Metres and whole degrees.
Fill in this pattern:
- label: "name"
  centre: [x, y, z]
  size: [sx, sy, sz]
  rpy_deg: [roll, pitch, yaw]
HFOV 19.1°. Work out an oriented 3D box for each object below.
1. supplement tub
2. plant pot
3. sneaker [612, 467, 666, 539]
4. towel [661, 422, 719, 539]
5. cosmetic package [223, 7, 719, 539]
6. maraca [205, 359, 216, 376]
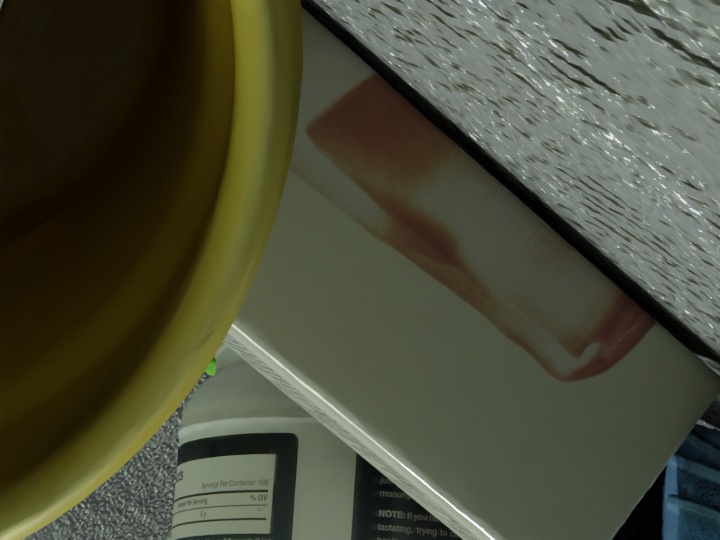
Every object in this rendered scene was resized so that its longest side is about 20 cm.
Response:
- label: "supplement tub"
  centre: [-0.003, 0.113, 0.797]
  size: [0.140, 0.201, 0.140]
  rpy_deg: [4, 168, 1]
- label: "plant pot"
  centre: [-0.107, -0.055, 0.458]
  size: [0.201, 0.201, 0.189]
  rpy_deg: [39, -169, -6]
- label: "sneaker"
  centre: [0.077, 0.124, 0.737]
  size: [0.070, 0.090, 0.201]
  rpy_deg: [22, -141, -31]
- label: "towel"
  centre: [0.139, 0.112, 0.570]
  size: [0.048, 0.112, 0.200]
  rpy_deg: [-7, -171, -20]
- label: "cosmetic package"
  centre: [0.000, 0.000, 0.653]
  size: [0.200, 0.087, 0.103]
  rpy_deg: [41, 173, -17]
- label: "maraca"
  centre: [-0.002, 0.052, 0.967]
  size: [0.200, 0.136, 0.108]
  rpy_deg: [-134, 35, -63]
